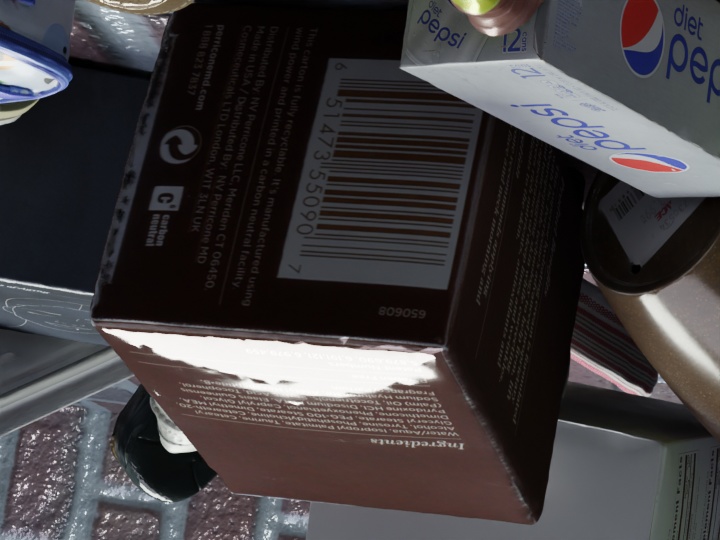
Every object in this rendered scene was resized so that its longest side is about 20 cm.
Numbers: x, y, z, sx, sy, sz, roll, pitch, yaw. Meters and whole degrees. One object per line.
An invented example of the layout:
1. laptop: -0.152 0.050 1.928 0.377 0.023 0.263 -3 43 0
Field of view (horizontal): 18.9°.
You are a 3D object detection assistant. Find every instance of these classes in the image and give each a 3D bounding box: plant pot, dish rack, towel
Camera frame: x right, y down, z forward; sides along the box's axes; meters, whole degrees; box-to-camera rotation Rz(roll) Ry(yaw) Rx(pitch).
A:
1. plant pot: 0.202 0.007 1.027 0.200 0.188 0.186 28 160 -35
2. dish rack: -0.213 0.010 1.339 0.200 0.044 0.172 -25 -122 -39
3. towel: 0.109 0.013 1.201 0.146 0.030 0.200 31 173 8

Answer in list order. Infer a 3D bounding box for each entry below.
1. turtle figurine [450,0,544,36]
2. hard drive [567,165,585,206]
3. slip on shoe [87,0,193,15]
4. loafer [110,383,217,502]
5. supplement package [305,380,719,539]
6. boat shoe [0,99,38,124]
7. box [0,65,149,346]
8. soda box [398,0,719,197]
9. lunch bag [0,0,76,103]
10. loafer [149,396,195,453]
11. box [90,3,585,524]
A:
1. turtle figurine: 0.012 -0.123 0.708 0.199 0.065 0.161 4 169 24
2. hard drive: 0.014 -0.047 1.237 0.139 0.033 0.200 13 169 -29
3. slip on shoe: -0.112 -0.125 0.736 0.076 0.061 0.200 -10 157 17
4. loafer: -0.068 0.038 1.221 0.073 0.200 0.072 52 167 -27
5. supplement package: 0.099 0.138 1.157 0.190 0.148 0.200 10 -176 27
6. boat shoe: -0.254 -0.100 1.036 0.199 0.075 0.068 12 164 -23
7. box: -0.185 -0.036 1.196 0.199 0.125 0.197 9 171 -11
8. soda box: 0.101 -0.083 0.866 0.068 0.064 0.200 1 168 39
9. lunch bag: -0.222 -0.120 0.901 0.160 0.076 0.200 -3 167 39
10. loafer: -0.027 0.041 1.168 0.199 0.070 0.070 -20 -129 -31
11. box: 0.000 0.000 0.999 0.163 0.167 0.200 3 153 18
